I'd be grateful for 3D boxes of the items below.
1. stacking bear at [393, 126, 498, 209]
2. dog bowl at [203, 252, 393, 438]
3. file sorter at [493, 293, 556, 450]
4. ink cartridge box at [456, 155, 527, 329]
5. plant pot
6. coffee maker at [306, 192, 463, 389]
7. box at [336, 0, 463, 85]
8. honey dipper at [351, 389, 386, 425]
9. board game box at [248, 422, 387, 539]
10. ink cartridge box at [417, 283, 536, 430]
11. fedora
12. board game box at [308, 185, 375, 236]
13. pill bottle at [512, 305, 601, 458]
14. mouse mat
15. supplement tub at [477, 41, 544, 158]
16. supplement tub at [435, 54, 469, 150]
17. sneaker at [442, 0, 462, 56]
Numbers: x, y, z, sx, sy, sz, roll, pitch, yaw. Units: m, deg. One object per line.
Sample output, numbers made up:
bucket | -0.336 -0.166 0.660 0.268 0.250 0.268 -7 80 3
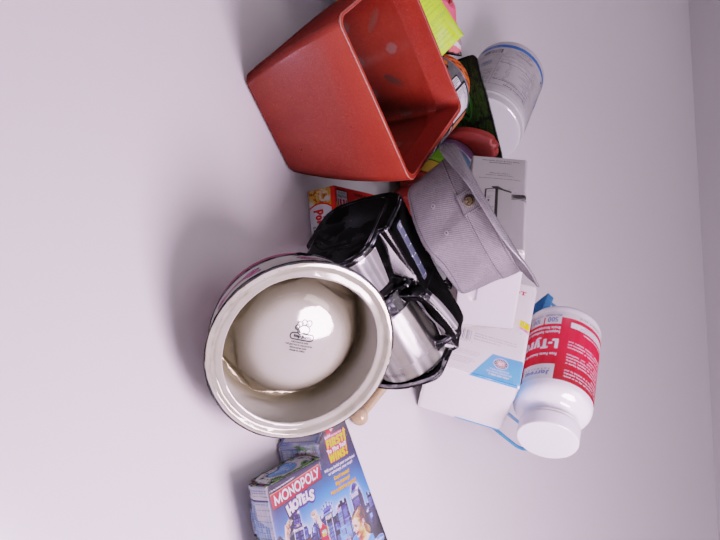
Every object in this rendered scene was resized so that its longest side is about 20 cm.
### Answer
stacking bear | 0.108 -0.119 1.302 0.200 0.113 0.122 -46 148 -41
dog bowl | -0.069 0.071 0.922 0.201 0.199 0.074 60 -4 -28
file sorter | 0.282 0.168 1.425 0.122 0.139 0.200 38 43 -5
ink cartridge box | 0.181 -0.039 1.214 0.201 0.084 0.147 -78 170 -46
plant pot | -0.016 -0.223 1.074 0.201 0.175 0.200 63 37 -23
coffee maker | 0.030 0.012 1.069 0.193 0.134 0.201 -91 155 -60
box | 0.038 -0.355 1.155 0.122 0.048 0.200 -47 111 -27
honey dipper | 0.041 0.147 1.198 0.200 0.038 0.038 -46 119 -47
board game box | -0.057 0.258 0.991 0.199 0.061 0.202 -13 92 -57
ink cartridge box | 0.173 0.101 1.283 0.126 0.127 0.201 98 10 -52
fedora | 0.119 -0.046 1.023 0.201 0.090 0.177 60 9 4
board game box | 0.000 0.000 1.157 0.151 0.046 0.202 5 78 -55
pill bottle | 0.277 0.158 1.250 0.113 0.112 0.201 55 38 -33
mouse mat | 0.165 -0.229 1.390 0.007 0.161 0.202 -19 99 -23
supplement tub | 0.236 -0.294 1.522 0.132 0.131 0.201 59 39 -29
supplement tub | 0.084 -0.237 1.281 0.200 0.122 0.123 -52 124 -50
sneaker | 0.122 -0.371 1.315 0.200 0.073 0.088 -47 148 -77
